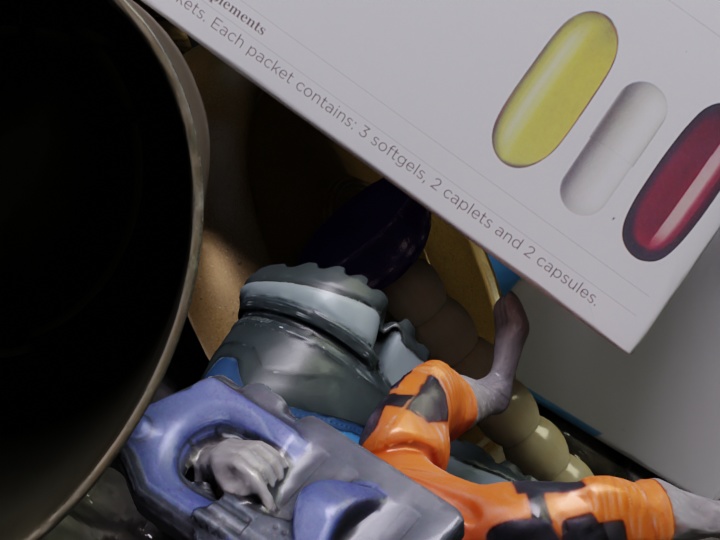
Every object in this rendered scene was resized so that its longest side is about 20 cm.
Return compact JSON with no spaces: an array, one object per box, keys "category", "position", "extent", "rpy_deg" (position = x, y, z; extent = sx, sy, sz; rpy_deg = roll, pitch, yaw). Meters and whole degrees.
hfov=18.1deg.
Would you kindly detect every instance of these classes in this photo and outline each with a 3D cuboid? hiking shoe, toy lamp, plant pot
[{"category":"hiking shoe","position":[0.011,0.090,0.723],"extent":[0.200,0.074,0.087],"rpy_deg":[48,63,-24]},{"category":"toy lamp","position":[0.057,0.059,0.779],"extent":[0.200,0.058,0.058],"rpy_deg":[50,19,-17]},{"category":"plant pot","position":[0.000,0.000,0.822],"extent":[0.200,0.027,0.201],"rpy_deg":[39,36,-36]}]

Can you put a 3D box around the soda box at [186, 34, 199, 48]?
[{"category":"soda box","position":[-0.068,-0.178,0.893],"extent":[0.071,0.063,0.201],"rpy_deg":[85,-17,-68]}]

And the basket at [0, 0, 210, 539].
[{"category":"basket","position":[-0.107,-0.016,0.608],"extent":[0.136,0.181,0.200],"rpy_deg":[38,11,-5]}]

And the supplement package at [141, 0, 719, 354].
[{"category":"supplement package","position":[0.040,-0.083,0.739],"extent":[0.199,0.111,0.156],"rpy_deg":[35,8,2]}]

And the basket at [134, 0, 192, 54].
[{"category":"basket","position":[-0.058,-0.147,1.042],"extent":[0.141,0.150,0.201],"rpy_deg":[-2,35,-10]}]

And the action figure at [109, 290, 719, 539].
[{"category":"action figure","position":[0.030,0.097,0.603],"extent":[0.193,0.105,0.200],"rpy_deg":[-30,52,-31]}]

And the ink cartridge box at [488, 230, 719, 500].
[{"category":"ink cartridge box","position":[0.129,-0.033,1.019],"extent":[0.146,0.146,0.201],"rpy_deg":[31,23,-22]}]
